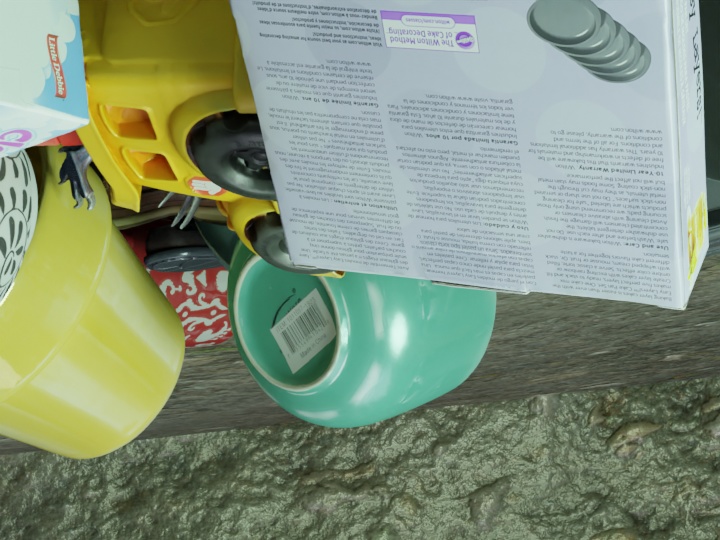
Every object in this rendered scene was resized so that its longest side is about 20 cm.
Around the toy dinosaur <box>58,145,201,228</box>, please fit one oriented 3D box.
[{"bbox_3d":[-0.104,-0.095,1.007,0.180,0.106,0.200,-21,167,-32],"label":"toy dinosaur"}]

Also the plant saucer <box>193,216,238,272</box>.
[{"bbox_3d":[-0.033,-0.012,1.200,0.199,0.202,0.039,1,127,-31],"label":"plant saucer"}]

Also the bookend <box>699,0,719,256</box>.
[{"bbox_3d":[0.095,-0.112,0.740,0.091,0.202,0.198,-15,166,37],"label":"bookend"}]

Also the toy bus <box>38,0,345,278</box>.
[{"bbox_3d":[-0.094,-0.086,0.865,0.190,0.137,0.200,-2,151,11],"label":"toy bus"}]

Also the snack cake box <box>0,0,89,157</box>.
[{"bbox_3d":[-0.226,-0.106,0.800,0.199,0.116,0.067,-15,166,36],"label":"snack cake box"}]

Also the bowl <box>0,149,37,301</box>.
[{"bbox_3d":[-0.245,-0.039,0.920,0.199,0.203,0.094,-15,172,37],"label":"bowl"}]

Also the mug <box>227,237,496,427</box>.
[{"bbox_3d":[-0.008,0.003,0.998,0.151,0.187,0.114,14,-159,37],"label":"mug"}]

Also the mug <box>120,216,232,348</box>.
[{"bbox_3d":[-0.179,0.007,1.335,0.176,0.135,0.199,-14,169,41],"label":"mug"}]

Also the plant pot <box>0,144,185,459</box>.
[{"bbox_3d":[-0.221,0.026,1.081,0.199,0.203,0.189,-13,142,29],"label":"plant pot"}]

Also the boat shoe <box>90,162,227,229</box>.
[{"bbox_3d":[-0.146,-0.075,1.140,0.198,0.072,0.068,0,137,9],"label":"boat shoe"}]

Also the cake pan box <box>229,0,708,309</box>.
[{"bbox_3d":[0.041,-0.077,0.680,0.198,0.186,0.052,6,-142,24],"label":"cake pan box"}]

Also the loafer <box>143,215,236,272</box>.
[{"bbox_3d":[-0.109,-0.033,1.272,0.071,0.064,0.200,-10,176,25],"label":"loafer"}]
